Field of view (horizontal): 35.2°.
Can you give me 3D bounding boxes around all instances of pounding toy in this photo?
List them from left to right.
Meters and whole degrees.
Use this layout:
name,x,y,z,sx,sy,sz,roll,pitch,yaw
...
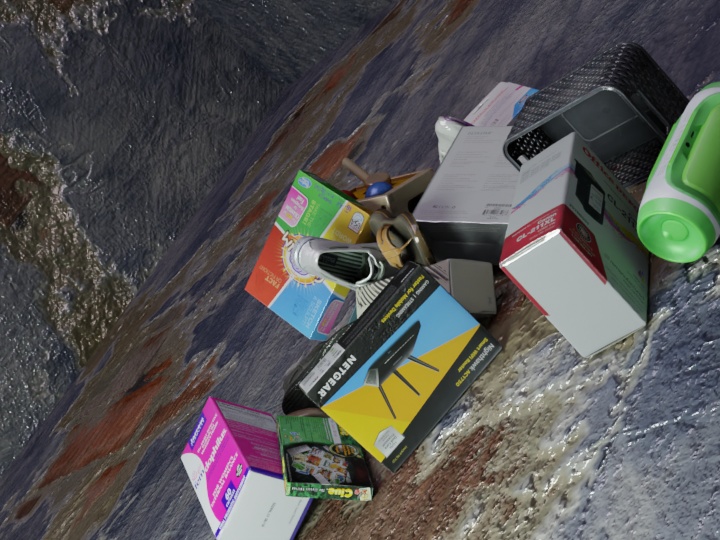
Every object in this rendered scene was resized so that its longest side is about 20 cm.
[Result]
name,x,y,z,sx,sy,sz,roll,pitch,yaw
pounding toy,0.020,-0.099,1.753,0.183,0.144,0.200,-10,14,34

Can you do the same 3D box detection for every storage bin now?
name,x,y,z,sx,sy,sz,roll,pitch,yaw
storage bin,0.291,-0.173,1.405,0.199,0.135,0.094,-28,25,49

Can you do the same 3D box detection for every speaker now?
name,x,y,z,sx,sy,sz,roll,pitch,yaw
speaker,0.354,-0.104,1.180,0.088,0.088,0.201,-23,29,54

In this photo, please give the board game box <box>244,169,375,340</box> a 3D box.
name,x,y,z,sx,sy,sz,roll,pitch,yaw
board game box,-0.070,-0.022,1.658,0.153,0.040,0.201,33,103,34

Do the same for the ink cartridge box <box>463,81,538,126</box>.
name,x,y,z,sx,sy,sz,roll,pitch,yaw
ink cartridge box,0.235,-0.232,1.807,0.115,0.068,0.200,-46,17,3

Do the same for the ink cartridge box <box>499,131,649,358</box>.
name,x,y,z,sx,sy,sz,roll,pitch,yaw
ink cartridge box,0.233,-0.033,1.210,0.083,0.146,0.201,-34,21,33

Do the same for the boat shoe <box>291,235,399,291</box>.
name,x,y,z,sx,sy,sz,roll,pitch,yaw
boat shoe,0.000,0.000,1.563,0.067,0.198,0.074,27,107,53

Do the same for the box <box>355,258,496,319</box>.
name,x,y,z,sx,sy,sz,roll,pitch,yaw
box,0.082,0.040,1.486,0.199,0.082,0.069,-19,71,50

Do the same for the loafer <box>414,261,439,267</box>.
name,x,y,z,sx,sy,sz,roll,pitch,yaw
loafer,0.143,-0.040,1.596,0.200,0.067,0.076,-50,17,-7

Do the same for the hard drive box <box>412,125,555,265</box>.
name,x,y,z,sx,sy,sz,roll,pitch,yaw
hard drive box,0.178,-0.105,1.536,0.155,0.077,0.201,4,48,33

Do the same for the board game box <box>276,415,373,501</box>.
name,x,y,z,sx,sy,sz,roll,pitch,yaw
board game box,-0.048,0.230,1.412,0.200,0.104,0.024,-113,27,-73

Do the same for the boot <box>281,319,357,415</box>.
name,x,y,z,sx,sy,sz,roll,pitch,yaw
boot,-0.049,0.129,1.700,0.200,0.068,0.131,-44,14,10

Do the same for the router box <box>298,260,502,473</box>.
name,x,y,z,sx,sy,sz,roll,pitch,yaw
router box,0.048,0.112,1.339,0.200,0.149,0.051,-48,16,-4

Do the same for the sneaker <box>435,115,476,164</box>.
name,x,y,z,sx,sy,sz,roll,pitch,yaw
sneaker,0.152,-0.155,1.698,0.074,0.200,0.100,27,78,32

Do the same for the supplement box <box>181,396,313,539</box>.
name,x,y,z,sx,sy,sz,roll,pitch,yaw
supplement box,-0.147,0.259,1.458,0.102,0.103,0.200,-64,27,10

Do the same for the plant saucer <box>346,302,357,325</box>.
name,x,y,z,sx,sy,sz,roll,pitch,yaw
plant saucer,0.014,0.050,1.805,0.070,0.019,0.201,-35,20,36

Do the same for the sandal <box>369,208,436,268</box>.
name,x,y,z,sx,sy,sz,roll,pitch,yaw
sandal,0.045,-0.038,1.503,0.054,0.082,0.200,-34,21,-11

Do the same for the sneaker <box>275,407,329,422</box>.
name,x,y,z,sx,sy,sz,roll,pitch,yaw
sneaker,-0.108,0.231,1.599,0.199,0.070,0.076,-36,19,33
